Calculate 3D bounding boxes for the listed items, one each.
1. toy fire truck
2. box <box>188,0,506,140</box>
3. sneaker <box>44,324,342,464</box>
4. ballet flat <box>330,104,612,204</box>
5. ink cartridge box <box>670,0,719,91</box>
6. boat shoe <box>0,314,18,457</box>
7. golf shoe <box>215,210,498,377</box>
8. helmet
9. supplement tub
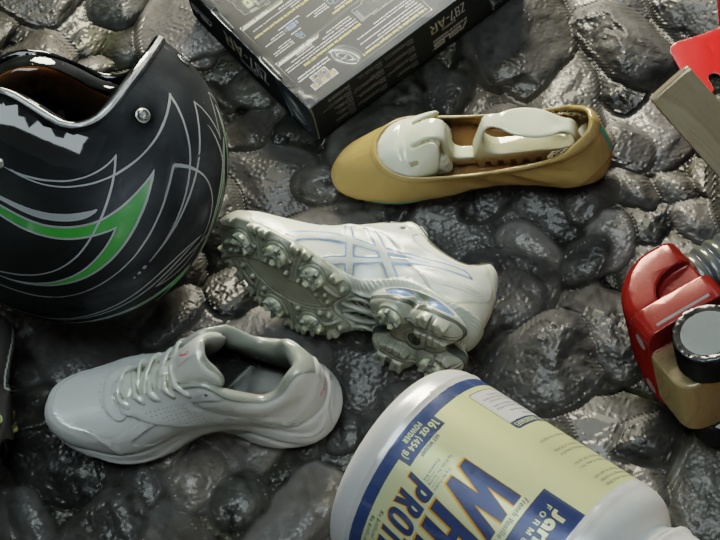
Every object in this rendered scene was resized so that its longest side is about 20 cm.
[{"bbox_3d":[0.238,-0.017,1.462,0.176,0.129,0.200,-29,48,-7],"label":"toy fire truck"},{"bbox_3d":[-0.005,-0.212,1.649,0.200,0.044,0.160,-38,61,-12],"label":"box"},{"bbox_3d":[-0.116,0.071,1.473,0.200,0.099,0.078,-8,59,5],"label":"sneaker"},{"bbox_3d":[0.074,-0.090,1.554,0.200,0.063,0.069,-5,59,7],"label":"ballet flat"},{"bbox_3d":[0.326,-0.167,1.553,0.200,0.067,0.116,-21,59,-2],"label":"ink cartridge box"},{"bbox_3d":[-0.266,0.114,1.499,0.072,0.061,0.201,-31,35,44],"label":"boat shoe"},{"bbox_3d":[0.000,0.000,1.523,0.200,0.078,0.097,26,50,16],"label":"golf shoe"},{"bbox_3d":[-0.185,-0.063,1.508,0.190,0.200,0.200,6,61,1],"label":"helmet"},{"bbox_3d":[0.097,0.166,1.355,0.200,0.145,0.145,32,70,25],"label":"supplement tub"}]
